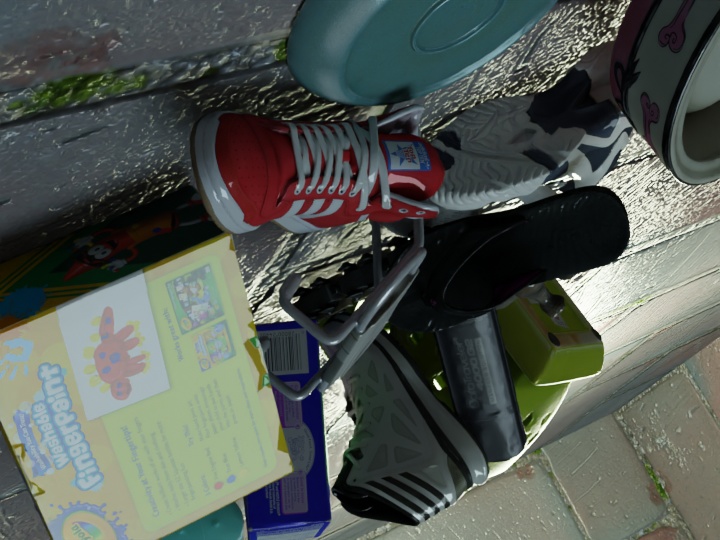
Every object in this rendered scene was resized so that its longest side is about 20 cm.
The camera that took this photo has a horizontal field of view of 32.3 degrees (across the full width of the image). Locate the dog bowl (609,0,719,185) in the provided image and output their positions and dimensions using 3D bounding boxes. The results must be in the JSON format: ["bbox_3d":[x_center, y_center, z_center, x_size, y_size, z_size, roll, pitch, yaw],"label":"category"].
[{"bbox_3d":[0.250,-0.161,0.839,0.199,0.074,0.201,-31,145,-25],"label":"dog bowl"}]

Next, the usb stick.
[{"bbox_3d":[0.094,0.078,1.012,0.055,0.033,0.202,-9,125,12],"label":"usb stick"}]

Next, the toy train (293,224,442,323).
[{"bbox_3d":[0.008,0.004,1.025,0.045,0.035,0.199,-14,171,-42],"label":"toy train"}]

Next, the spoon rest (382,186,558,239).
[{"bbox_3d":[0.096,-0.059,1.034,0.198,0.061,0.099,5,144,-41],"label":"spoon rest"}]

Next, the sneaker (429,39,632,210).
[{"bbox_3d":[0.135,-0.084,0.952,0.198,0.080,0.130,-36,157,-14],"label":"sneaker"}]

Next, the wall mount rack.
[{"bbox_3d":[0.000,0.000,0.878,0.174,0.074,0.200,-48,175,-28],"label":"wall mount rack"}]

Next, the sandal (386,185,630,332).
[{"bbox_3d":[0.098,-0.007,0.907,0.199,0.076,0.048,-24,-166,22],"label":"sandal"}]

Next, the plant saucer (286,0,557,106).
[{"bbox_3d":[0.051,-0.152,0.705,0.198,0.028,0.200,-27,164,-8],"label":"plant saucer"}]

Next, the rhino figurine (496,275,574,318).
[{"bbox_3d":[0.131,-0.004,0.991,0.087,0.060,0.199,30,146,-26],"label":"rhino figurine"}]

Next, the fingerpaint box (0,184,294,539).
[{"bbox_3d":[-0.146,0.072,0.786,0.165,0.073,0.202,-25,128,-17],"label":"fingerpaint box"}]

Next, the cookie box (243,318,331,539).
[{"bbox_3d":[-0.071,0.150,1.108,0.074,0.174,0.200,-3,165,-6],"label":"cookie box"}]

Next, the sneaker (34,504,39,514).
[{"bbox_3d":[-0.143,0.150,0.922,0.198,0.073,0.072,-17,161,-36],"label":"sneaker"}]

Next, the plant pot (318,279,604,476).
[{"bbox_3d":[0.104,0.071,1.179,0.181,0.200,0.199,-43,159,22],"label":"plant pot"}]

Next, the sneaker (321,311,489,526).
[{"bbox_3d":[0.005,0.128,1.045,0.115,0.201,0.076,-32,152,-23],"label":"sneaker"}]

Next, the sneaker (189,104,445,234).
[{"bbox_3d":[-0.017,-0.061,0.724,0.111,0.072,0.200,-9,177,17],"label":"sneaker"}]

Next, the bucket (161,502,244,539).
[{"bbox_3d":[-0.172,0.212,1.095,0.133,0.210,0.208,-11,161,-8],"label":"bucket"}]
